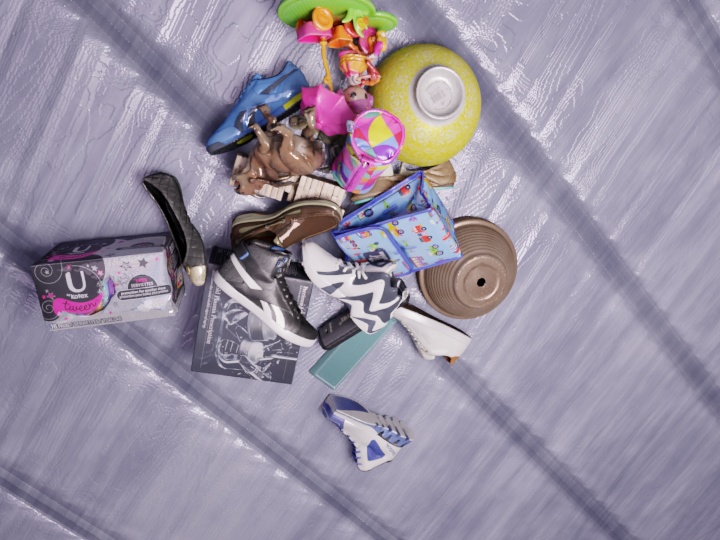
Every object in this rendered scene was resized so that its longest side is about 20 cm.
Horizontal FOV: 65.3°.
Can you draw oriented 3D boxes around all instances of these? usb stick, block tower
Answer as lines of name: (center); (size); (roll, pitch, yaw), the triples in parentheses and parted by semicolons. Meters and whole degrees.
usb stick: (0.004, 0.082, 1.041); (0.199, 0.056, 0.033); (-33, 141, 17)
block tower: (-0.120, -0.146, 0.963); (0.198, 0.054, 0.058); (17, 105, -15)

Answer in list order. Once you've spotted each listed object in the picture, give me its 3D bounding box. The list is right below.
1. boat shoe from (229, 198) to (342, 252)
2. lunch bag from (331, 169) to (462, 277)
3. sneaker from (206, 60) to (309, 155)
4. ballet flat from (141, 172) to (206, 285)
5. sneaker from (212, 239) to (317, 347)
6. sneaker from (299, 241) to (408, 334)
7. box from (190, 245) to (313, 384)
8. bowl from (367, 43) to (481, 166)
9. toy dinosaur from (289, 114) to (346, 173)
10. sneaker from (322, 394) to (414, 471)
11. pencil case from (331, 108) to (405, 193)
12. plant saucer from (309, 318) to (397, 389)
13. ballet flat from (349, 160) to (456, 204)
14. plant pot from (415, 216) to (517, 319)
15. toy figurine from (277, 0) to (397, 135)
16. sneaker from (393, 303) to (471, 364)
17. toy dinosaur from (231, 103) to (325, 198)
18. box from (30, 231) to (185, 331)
boat shoe: (-0.126, -0.062, 0.948); (0.200, 0.075, 0.075); (-11, 141, 17)
lunch bag: (0.055, -0.060, 0.983); (0.198, 0.095, 0.151); (-22, 140, 20)
sneaker: (-0.176, -0.264, 0.915); (0.199, 0.066, 0.079); (-33, 97, 2)
ballet flat: (-0.303, -0.066, 0.921); (0.056, 0.066, 0.202); (-17, 79, -43)
sneaker: (-0.125, 0.030, 0.901); (0.199, 0.073, 0.112); (38, 98, -17)
sneaker: (0.000, 0.000, 0.954); (0.129, 0.079, 0.199); (-41, 92, 21)
box: (-0.192, 0.080, 0.999); (0.180, 0.104, 0.202); (9, 106, -13)
bowl: (0.114, -0.276, 0.909); (0.197, 0.108, 0.203); (-1, 95, -9)
toy dinosaur: (-0.030, -0.205, 0.965); (0.198, 0.047, 0.089); (13, 99, -17)
sneaker: (0.003, 0.341, 1.132); (0.198, 0.081, 0.116); (28, 100, -19)
pencil case: (0.007, -0.175, 0.854); (0.087, 0.200, 0.090); (1, 85, -8)
plant saucer: (-0.012, 0.148, 1.099); (0.070, 0.019, 0.200); (39, 99, -19)
ballet flat: (0.073, -0.167, 0.985); (0.198, 0.068, 0.073); (-11, 101, -8)
plant pot: (0.209, 0.007, 1.050); (0.198, 0.093, 0.203); (-3, 108, -8)
toy figurine: (-0.028, -0.301, 0.865); (0.198, 0.150, 0.187); (-4, 94, -34)
sneaker: (0.119, 0.125, 1.081); (0.199, 0.073, 0.085); (28, 97, -18)
toy dinosaur: (-0.109, -0.172, 0.853); (0.198, 0.086, 0.137); (10, 132, 32)
box: (-0.405, 0.013, 0.925); (0.197, 0.132, 0.116); (-7, 109, -7)
